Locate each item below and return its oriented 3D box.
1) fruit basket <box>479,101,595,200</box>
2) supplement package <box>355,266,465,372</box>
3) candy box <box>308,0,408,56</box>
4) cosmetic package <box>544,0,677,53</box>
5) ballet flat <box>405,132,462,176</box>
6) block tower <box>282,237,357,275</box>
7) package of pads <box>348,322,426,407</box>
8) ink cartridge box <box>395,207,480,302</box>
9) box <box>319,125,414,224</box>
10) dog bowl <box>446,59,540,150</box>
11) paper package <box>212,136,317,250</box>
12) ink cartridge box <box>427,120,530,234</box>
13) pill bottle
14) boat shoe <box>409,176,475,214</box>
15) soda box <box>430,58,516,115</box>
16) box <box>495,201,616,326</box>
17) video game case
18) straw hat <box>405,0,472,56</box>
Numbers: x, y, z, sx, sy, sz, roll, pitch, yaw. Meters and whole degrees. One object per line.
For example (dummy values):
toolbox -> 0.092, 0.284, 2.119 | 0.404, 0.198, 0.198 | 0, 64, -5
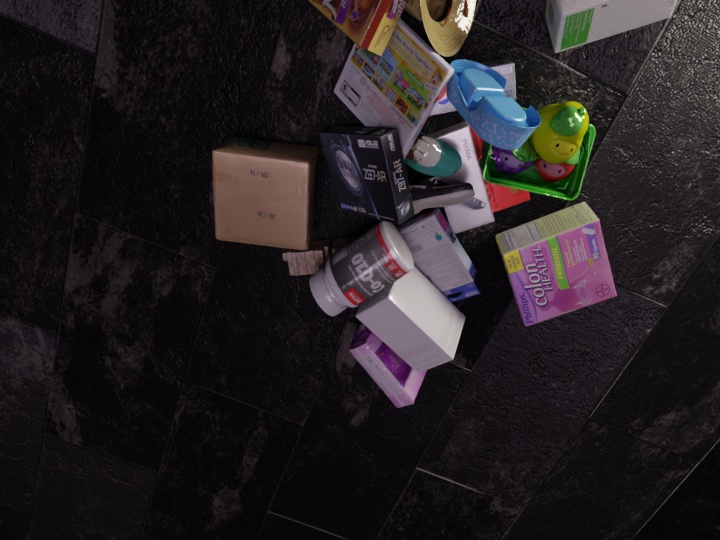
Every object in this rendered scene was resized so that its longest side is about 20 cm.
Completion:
fruit basket -> 0.323, -0.216, 0.999 | 0.207, 0.216, 0.161 | 11, 104, -2
supplement package -> 0.109, 0.098, 1.210 | 0.199, 0.122, 0.120 | 42, 139, -16
candy box -> -0.007, -0.456, 0.927 | 0.055, 0.202, 0.119 | 5, 126, -42
cosmetic package -> 0.412, -0.452, 0.932 | 0.193, 0.108, 0.088 | -13, 73, 12
ballet flat -> 0.095, -0.232, 1.056 | 0.196, 0.070, 0.069 | 28, 95, 17
block tower -> -0.066, -0.030, 1.216 | 0.192, 0.054, 0.060 | -2, 116, 6
package of pads -> 0.067, 0.197, 1.277 | 0.074, 0.122, 0.201 | -20, 118, 43
ink cartridge box -> 0.162, -0.024, 1.192 | 0.117, 0.042, 0.203 | -20, 113, 38
box -> 0.010, -0.184, 1.067 | 0.043, 0.197, 0.165 | -29, 119, -28
dog bowl -> 0.211, -0.273, 0.933 | 0.108, 0.203, 0.050 | -6, 140, -28
paper package -> -0.188, -0.155, 1.136 | 0.192, 0.104, 0.197 | 6, 116, 2
ink cartridge box -> 0.234, -0.194, 1.119 | 0.170, 0.045, 0.205 | -17, 114, 13
pill bottle -> 0.000, 0.000, 1.132 | 0.197, 0.115, 0.115 | -34, 110, 18
boat shoe -> 0.131, -0.151, 1.103 | 0.195, 0.073, 0.063 | -9, 79, 41
soda box -> 0.182, -0.334, 1.040 | 0.192, 0.069, 0.066 | -8, 116, 8
box -> 0.400, -0.011, 1.168 | 0.194, 0.098, 0.180 | -19, 114, 14
video game case -> 0.051, -0.332, 0.997 | 0.201, 0.023, 0.184 | 50, 131, 20
straw hat -> 0.116, -0.462, 0.950 | 0.083, 0.200, 0.208 | 12, 123, 35
